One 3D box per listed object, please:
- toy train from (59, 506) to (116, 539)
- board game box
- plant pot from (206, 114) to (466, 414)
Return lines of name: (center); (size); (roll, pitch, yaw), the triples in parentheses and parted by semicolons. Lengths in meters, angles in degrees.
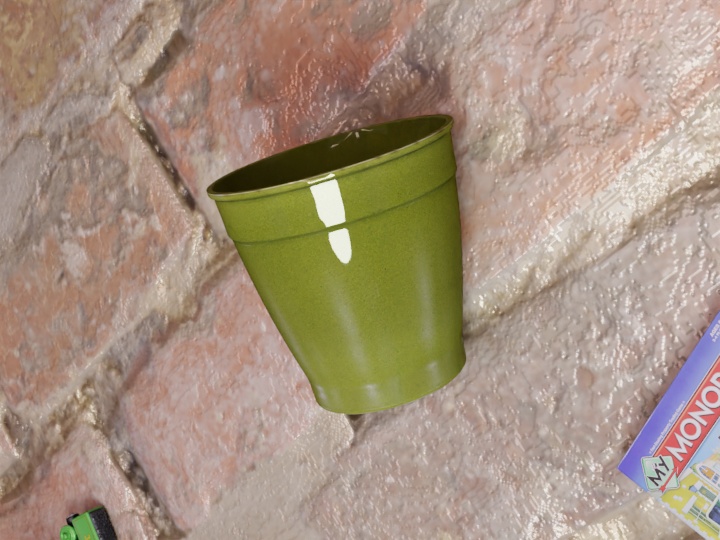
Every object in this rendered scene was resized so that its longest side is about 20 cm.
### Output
toy train: (-0.265, 0.352, 1.181); (0.056, 0.042, 0.202); (-29, 82, 23)
board game box: (0.287, 0.103, 0.770); (0.134, 0.029, 0.202); (37, 116, 23)
plant pot: (0.000, 0.000, 0.865); (0.198, 0.200, 0.196); (-6, 107, 34)
